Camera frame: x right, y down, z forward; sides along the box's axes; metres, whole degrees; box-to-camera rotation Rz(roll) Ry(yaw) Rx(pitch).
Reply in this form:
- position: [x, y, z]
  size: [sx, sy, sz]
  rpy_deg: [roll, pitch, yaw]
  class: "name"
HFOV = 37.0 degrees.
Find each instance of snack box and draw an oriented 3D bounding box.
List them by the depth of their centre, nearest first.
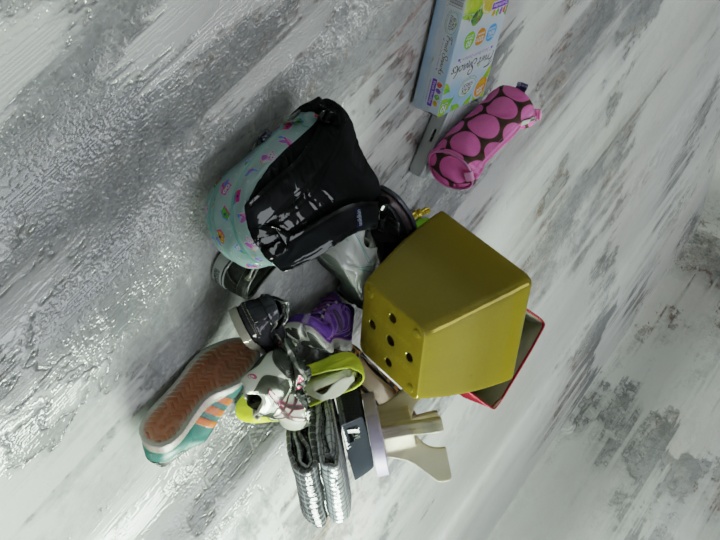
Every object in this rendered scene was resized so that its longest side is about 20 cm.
- position: [0.150, -0.336, 1.546]
  size: [0.142, 0.053, 0.203]
  rpy_deg: [-30, 142, -48]
  class: "snack box"

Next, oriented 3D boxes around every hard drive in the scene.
- position: [-0.013, 0.228, 1.675]
  size: [0.042, 0.137, 0.201]
  rpy_deg: [-11, 146, -1]
  class: "hard drive"
- position: [0.153, -0.209, 1.726]
  size: [0.199, 0.026, 0.134]
  rpy_deg: [-3, 119, -63]
  class: "hard drive"

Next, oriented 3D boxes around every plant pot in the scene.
- position: [0.108, 0.068, 1.580]
  size: [0.175, 0.199, 0.202]
  rpy_deg: [-24, 137, -32]
  class: "plant pot"

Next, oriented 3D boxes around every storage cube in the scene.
- position: [0.188, 0.115, 1.895]
  size: [0.202, 0.170, 0.180]
  rpy_deg: [-58, -168, -7]
  class: "storage cube"

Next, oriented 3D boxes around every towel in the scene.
- position: [-0.070, 0.260, 1.620]
  size: [0.084, 0.202, 0.167]
  rpy_deg: [-10, 137, -1]
  class: "towel"

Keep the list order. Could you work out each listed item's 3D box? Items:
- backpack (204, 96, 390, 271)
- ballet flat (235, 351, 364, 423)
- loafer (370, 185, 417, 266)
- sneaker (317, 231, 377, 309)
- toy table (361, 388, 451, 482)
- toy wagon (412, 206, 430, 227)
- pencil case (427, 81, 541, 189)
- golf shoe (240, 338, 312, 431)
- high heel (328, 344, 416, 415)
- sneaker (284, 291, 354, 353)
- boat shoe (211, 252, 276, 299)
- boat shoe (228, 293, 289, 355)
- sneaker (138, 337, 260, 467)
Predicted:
- position: [-0.080, -0.083, 1.245]
  size: [0.200, 0.126, 0.168]
  rpy_deg: [-45, 114, -32]
  class: "backpack"
- position: [-0.081, 0.173, 1.536]
  size: [0.197, 0.067, 0.068]
  rpy_deg: [-21, 122, -19]
  class: "ballet flat"
- position: [0.045, -0.055, 1.630]
  size: [0.063, 0.071, 0.201]
  rpy_deg: [-50, 157, -13]
  class: "loafer"
- position: [0.000, 0.000, 1.596]
  size: [0.081, 0.070, 0.201]
  rpy_deg: [-56, 156, -17]
  class: "sneaker"
- position: [0.068, 0.242, 1.669]
  size: [0.200, 0.115, 0.187]
  rpy_deg: [-98, 177, -82]
  class: "toy table"
- position: [0.126, -0.006, 1.764]
  size: [0.153, 0.203, 0.040]
  rpy_deg: [-22, -173, -12]
  class: "toy wagon"
- position: [0.193, -0.205, 1.663]
  size: [0.200, 0.093, 0.091]
  rpy_deg: [-46, 152, -29]
  class: "pencil case"
- position: [-0.113, 0.160, 1.408]
  size: [0.087, 0.078, 0.201]
  rpy_deg: [-28, 151, -16]
  class: "golf shoe"
- position: [0.023, 0.186, 1.753]
  size: [0.072, 0.141, 0.200]
  rpy_deg: [-55, 156, -10]
  class: "high heel"
- position: [-0.059, 0.072, 1.575]
  size: [0.200, 0.079, 0.085]
  rpy_deg: [9, 96, -75]
  class: "sneaker"
- position: [-0.100, -0.046, 1.347]
  size: [0.201, 0.063, 0.071]
  rpy_deg: [-52, 155, -20]
  class: "boat shoe"
- position: [-0.114, 0.068, 1.386]
  size: [0.062, 0.073, 0.200]
  rpy_deg: [-29, 170, 3]
  class: "boat shoe"
- position: [-0.205, 0.167, 1.376]
  size: [0.200, 0.071, 0.080]
  rpy_deg: [-43, 159, -30]
  class: "sneaker"
